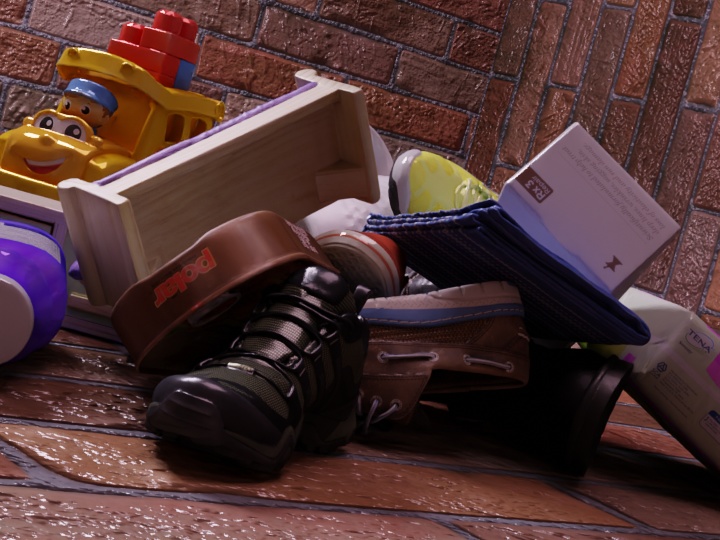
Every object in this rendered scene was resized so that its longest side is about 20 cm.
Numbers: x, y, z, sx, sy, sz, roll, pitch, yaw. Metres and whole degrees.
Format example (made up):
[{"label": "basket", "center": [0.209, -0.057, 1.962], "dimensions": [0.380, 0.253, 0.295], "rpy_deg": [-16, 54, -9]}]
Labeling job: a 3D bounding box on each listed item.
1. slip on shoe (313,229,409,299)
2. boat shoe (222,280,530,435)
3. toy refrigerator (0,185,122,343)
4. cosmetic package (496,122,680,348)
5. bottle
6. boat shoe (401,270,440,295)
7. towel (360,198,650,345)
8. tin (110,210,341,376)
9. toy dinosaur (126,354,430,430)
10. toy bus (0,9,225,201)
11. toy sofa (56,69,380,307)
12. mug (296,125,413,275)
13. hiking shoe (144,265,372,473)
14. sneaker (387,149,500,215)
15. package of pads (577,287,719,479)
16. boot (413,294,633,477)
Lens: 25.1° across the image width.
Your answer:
[{"label": "slip on shoe", "center": [0.000, 0.000, 1.063], "dimensions": [0.074, 0.061, 0.200], "rpy_deg": [31, -9, 6]}, {"label": "boat shoe", "center": [0.013, 0.058, 0.969], "dimensions": [0.199, 0.073, 0.072], "rpy_deg": [-12, -17, -14]}, {"label": "toy refrigerator", "center": [-0.226, -0.012, 1.083], "dimensions": [0.199, 0.076, 0.070], "rpy_deg": [16, 4, -4]}, {"label": "cosmetic package", "center": [0.139, -0.013, 1.111], "dimensions": [0.102, 0.074, 0.200], "rpy_deg": [47, -16, 8]}, {"label": "bottle", "center": [-0.206, 0.013, 0.908], "dimensions": [0.083, 0.065, 0.200], "rpy_deg": [7, 6, -12]}, {"label": "boat shoe", "center": [0.107, 0.050, 1.248], "dimensions": [0.200, 0.074, 0.060], "rpy_deg": [31, -29, -33]}, {"label": "towel", "center": [0.091, 0.002, 1.055], "dimensions": [0.145, 0.024, 0.200], "rpy_deg": [35, -11, -17]}, {"label": "tin", "center": [-0.075, 0.016, 0.916], "dimensions": [0.042, 0.112, 0.200], "rpy_deg": [52, 4, 10]}, {"label": "toy dinosaur", "center": [-0.050, 0.057, 1.048], "dimensions": [0.199, 0.048, 0.088], "rpy_deg": [11, 12, -9]}, {"label": "toy bus", "center": [-0.193, -0.117, 1.282], "dimensions": [0.135, 0.193, 0.200], "rpy_deg": [19, 7, 21]}, {"label": "toy sofa", "center": [-0.092, -0.053, 1.014], "dimensions": [0.200, 0.083, 0.097], "rpy_deg": [-29, 33, -32]}, {"label": "mug", "center": [-0.008, -0.030, 1.300], "dimensions": [0.147, 0.201, 0.175], "rpy_deg": [-15, -13, 41]}, {"label": "hiking shoe", "center": [-0.048, 0.044, 0.839], "dimensions": [0.076, 0.101, 0.200], "rpy_deg": [16, 4, 17]}, {"label": "sneaker", "center": [0.102, -0.035, 1.252], "dimensions": [0.076, 0.076, 0.200], "rpy_deg": [-10, -35, 46]}, {"label": "package of pads", "center": [0.245, 0.091, 1.150], "dimensions": [0.154, 0.068, 0.200], "rpy_deg": [43, 1, -7]}, {"label": "boot", "center": [0.089, 0.072, 1.078], "dimensions": [0.157, 0.080, 0.211], "rpy_deg": [23, -6, 3]}]
